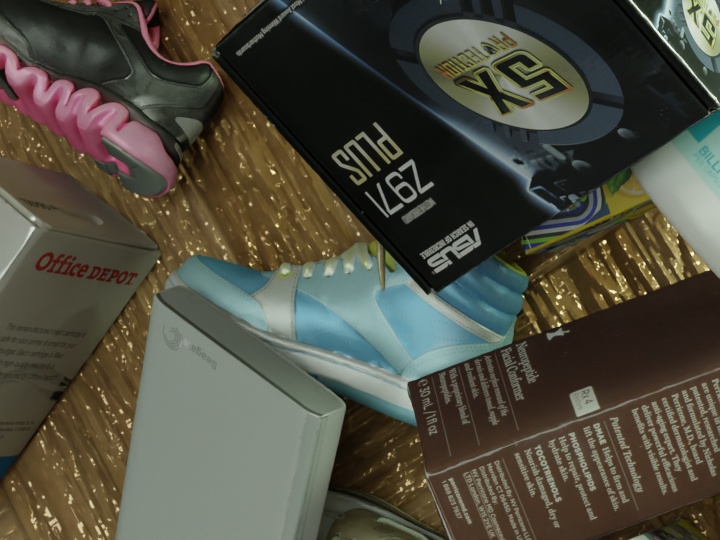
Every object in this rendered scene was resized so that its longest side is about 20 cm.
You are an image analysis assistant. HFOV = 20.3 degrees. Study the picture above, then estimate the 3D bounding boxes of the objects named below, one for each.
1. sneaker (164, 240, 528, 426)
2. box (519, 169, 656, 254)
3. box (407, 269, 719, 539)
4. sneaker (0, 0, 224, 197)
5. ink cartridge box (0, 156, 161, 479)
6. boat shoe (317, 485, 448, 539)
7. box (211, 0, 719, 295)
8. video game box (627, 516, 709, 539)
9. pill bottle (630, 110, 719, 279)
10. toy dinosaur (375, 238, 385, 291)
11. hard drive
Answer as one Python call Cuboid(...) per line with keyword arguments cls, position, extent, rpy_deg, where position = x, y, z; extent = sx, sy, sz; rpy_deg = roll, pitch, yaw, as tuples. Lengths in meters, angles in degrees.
Cuboid(cls="sneaker", position=(0.000, 0.000, 1.096), extent=(0.199, 0.080, 0.131), rpy_deg=(21, 96, 10))
Cuboid(cls="box", position=(0.169, -0.076, 1.040), extent=(0.199, 0.070, 0.065), rpy_deg=(-25, 83, 17))
Cuboid(cls="box", position=(0.129, 0.071, 0.999), extent=(0.199, 0.100, 0.075), rpy_deg=(-20, 114, 3))
Cuboid(cls="sneaker", position=(-0.162, -0.128, 1.176), extent=(0.200, 0.079, 0.095), rpy_deg=(35, 77, 18))
Cuboid(cls="ink cartridge box", position=(-0.225, 0.037, 1.139), extent=(0.084, 0.146, 0.200), rpy_deg=(39, 99, 20))
Cuboid(cls="boat shoe", position=(0.005, 0.163, 1.087), extent=(0.199, 0.068, 0.075), rpy_deg=(12, 91, 21))
Cuboid(cls="box", position=(0.057, -0.108, 0.936), extent=(0.164, 0.086, 0.200), rpy_deg=(48, 133, -10))
Cuboid(cls="video game box", position=(0.196, 0.204, 0.954), extent=(0.200, 0.182, 0.047), rpy_deg=(42, 104, 18))
Cuboid(cls="pill bottle", position=(0.229, -0.080, 0.926), extent=(0.200, 0.111, 0.111), rpy_deg=(-42, 74, 12))
Cuboid(cls="toy dinosaur", position=(-0.012, -0.086, 1.062), extent=(0.058, 0.101, 0.200), rpy_deg=(-32, 40, 5))
Cuboid(cls="hard drive", position=(-0.077, 0.126, 1.084), extent=(0.132, 0.026, 0.201), rpy_deg=(34, 125, 34))
